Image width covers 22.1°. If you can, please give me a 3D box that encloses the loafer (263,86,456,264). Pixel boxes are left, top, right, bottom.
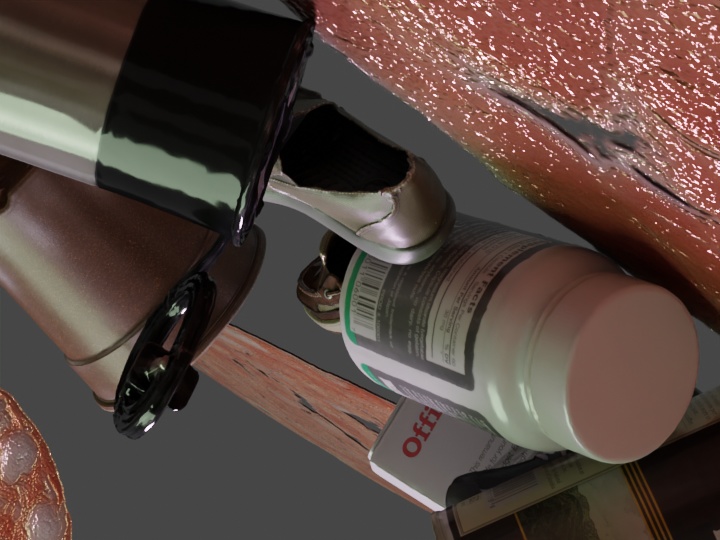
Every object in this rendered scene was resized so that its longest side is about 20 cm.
[{"bbox_3d":[-0.036,-0.075,1.023,0.199,0.076,0.070,24,157,20],"label":"loafer"}]

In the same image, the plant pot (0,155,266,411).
[{"bbox_3d":[-0.214,-0.025,1.500,0.198,0.201,0.200,44,167,-22],"label":"plant pot"}]

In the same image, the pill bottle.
[{"bbox_3d":[0.085,0.035,1.019,0.113,0.114,0.199,39,169,-35],"label":"pill bottle"}]

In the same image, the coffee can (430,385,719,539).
[{"bbox_3d":[0.157,0.162,1.023,0.146,0.198,0.148,-24,-90,-86],"label":"coffee can"}]

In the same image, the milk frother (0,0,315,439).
[{"bbox_3d":[-0.142,-0.047,0.906,0.186,0.201,0.181,19,143,0],"label":"milk frother"}]

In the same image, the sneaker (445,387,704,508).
[{"bbox_3d":[0.150,0.112,1.153,0.198,0.117,0.075,6,160,-10],"label":"sneaker"}]

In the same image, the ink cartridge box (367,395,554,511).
[{"bbox_3d":[0.124,0.121,1.230,0.199,0.145,0.084,31,171,8],"label":"ink cartridge box"}]

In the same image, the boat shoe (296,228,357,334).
[{"bbox_3d":[0.004,-0.004,1.252,0.075,0.075,0.202,50,159,-20],"label":"boat shoe"}]
